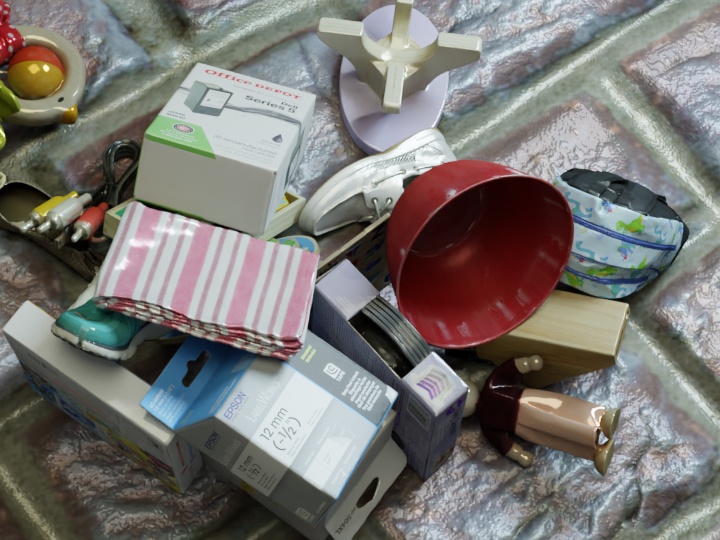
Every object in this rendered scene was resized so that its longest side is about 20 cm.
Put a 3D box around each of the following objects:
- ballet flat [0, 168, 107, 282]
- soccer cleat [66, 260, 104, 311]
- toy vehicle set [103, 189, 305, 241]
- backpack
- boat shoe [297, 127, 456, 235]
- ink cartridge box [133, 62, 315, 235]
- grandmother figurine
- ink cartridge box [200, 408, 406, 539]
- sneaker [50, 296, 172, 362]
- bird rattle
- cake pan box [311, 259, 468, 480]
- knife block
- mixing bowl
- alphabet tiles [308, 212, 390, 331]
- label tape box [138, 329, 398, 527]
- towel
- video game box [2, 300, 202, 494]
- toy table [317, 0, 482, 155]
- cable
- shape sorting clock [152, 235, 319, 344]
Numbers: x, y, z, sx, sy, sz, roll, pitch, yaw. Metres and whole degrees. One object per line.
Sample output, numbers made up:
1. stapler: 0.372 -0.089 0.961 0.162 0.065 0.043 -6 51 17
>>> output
1. ballet flat: -0.345 -0.055 1.764 0.199 0.046 0.067 35 68 12
2. soccer cleat: -0.254 0.009 1.712 0.200 0.069 0.078 -36 97 -35
3. toy vehicle set: -0.163 -0.058 1.725 0.124 0.027 0.200 27 33 21
4. backpack: 0.258 -0.042 1.724 0.162 0.200 0.155 28 87 10
5. boat shoe: 0.025 -0.086 1.795 0.199 0.071 0.069 -31 69 -18
6. ink cartridge box: -0.142 -0.134 1.746 0.144 0.085 0.200 16 31 3
7. grandmother figurine: 0.165 0.144 1.681 0.198 0.061 0.122 12 98 18
8. ink cartridge box: -0.060 0.168 1.635 0.199 0.125 0.129 33 66 12
9. sneaker: -0.228 0.029 1.543 0.077 0.080 0.200 25 20 10
10. bird rattle: -0.392 -0.223 1.836 0.162 0.113 0.201 5 50 -15
11. cake pan box: 0.025 0.101 1.634 0.052 0.200 0.184 -39 70 -18
12. knife block: 0.154 0.049 1.688 0.175 0.200 0.064 31 62 -22
13. mixing bowl: 0.101 -0.033 1.623 0.199 0.201 0.108 -24 41 -15
14. alphabet tiles: 0.000 0.000 1.697 0.200 0.168 0.008 -37 70 -20
15. label tape box: -0.083 0.121 1.514 0.199 0.066 0.144 36 49 -1
16. towel: -0.140 0.004 1.528 0.198 0.030 0.147 16 38 -6
17. video game box: -0.249 0.129 1.607 0.199 0.182 0.047 33 69 11
18. toy table: 0.040 -0.239 1.847 0.182 0.117 0.202 -3 65 -6
19. cable: -0.274 -0.086 1.745 0.096 0.051 0.200 13 44 21
20. shape sorting clock: -0.134 0.016 1.681 0.199 0.200 0.039 -33 113 -18
